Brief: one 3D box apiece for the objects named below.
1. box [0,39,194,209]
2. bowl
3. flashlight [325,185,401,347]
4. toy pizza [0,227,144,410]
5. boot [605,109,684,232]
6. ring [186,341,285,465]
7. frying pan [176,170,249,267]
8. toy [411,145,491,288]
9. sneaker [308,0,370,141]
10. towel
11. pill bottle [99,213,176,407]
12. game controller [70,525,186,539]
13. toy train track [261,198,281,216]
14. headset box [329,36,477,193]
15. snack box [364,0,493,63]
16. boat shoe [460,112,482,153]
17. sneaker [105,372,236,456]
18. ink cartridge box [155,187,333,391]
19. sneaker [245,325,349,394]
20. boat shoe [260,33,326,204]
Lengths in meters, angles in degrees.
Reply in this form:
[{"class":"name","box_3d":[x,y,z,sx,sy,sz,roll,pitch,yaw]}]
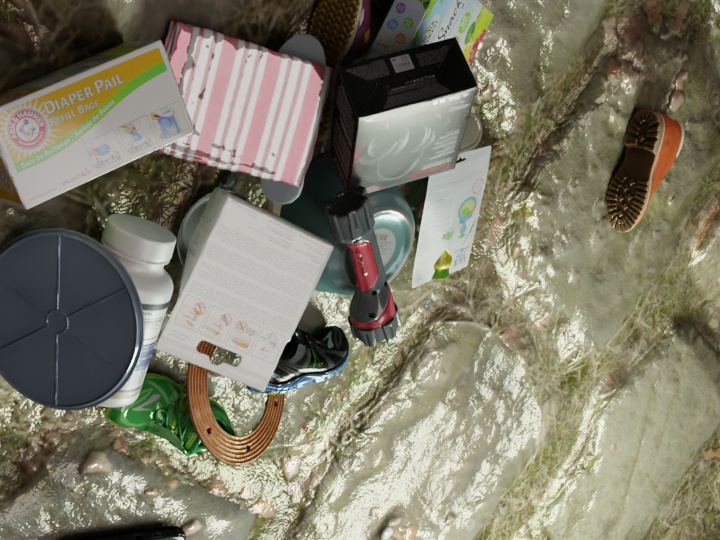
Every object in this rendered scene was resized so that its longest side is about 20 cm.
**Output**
[{"class":"box","box_3d":[-0.291,-0.153,1.197,0.198,0.112,0.103,-29,112,-24]},{"class":"bowl","box_3d":[-0.006,-0.048,1.521,0.199,0.105,0.203,-19,124,-31]},{"class":"flashlight","box_3d":[0.000,0.000,1.434,0.067,0.068,0.202,-15,128,2]},{"class":"toy pizza","box_3d":[-0.325,0.053,1.272,0.032,0.198,0.203,-39,150,-73]},{"class":"boot","box_3d":[0.469,-0.157,1.893,0.106,0.075,0.203,0,113,-46]},{"class":"ring","box_3d":[-0.162,0.148,1.500,0.200,0.019,0.204,15,72,-56]},{"class":"frying pan","box_3d":[-0.178,-0.080,1.405,0.114,0.031,0.193,-20,123,-35]},{"class":"toy","box_3d":[0.117,-0.082,1.648,0.114,0.047,0.202,-20,128,-36]},{"class":"sneaker","box_3d":[-0.015,-0.258,1.426,0.089,0.075,0.202,-12,127,-45]},{"class":"towel","box_3d":[-0.140,-0.189,1.329,0.197,0.030,0.148,13,105,-19]},{"class":"pill bottle","box_3d":[-0.279,0.044,1.334,0.110,0.111,0.202,8,108,-43]},{"class":"game controller","box_3d":[-0.326,0.395,1.553,0.198,0.042,0.105,3,126,-41]},{"class":"toy train track","box_3d":[-0.131,-0.003,1.475,0.115,0.032,0.203,-36,142,-59]},{"class":"headset box","box_3d":[0.045,-0.172,1.384,0.147,0.078,0.201,-16,155,-13]},{"class":"snack box","box_3d":[0.089,-0.290,1.454,0.144,0.053,0.200,-64,158,7]},{"class":"boat shoe","box_3d":[0.064,-0.168,1.524,0.198,0.063,0.074,-16,107,-26]},{"class":"sneaker","box_3d":[-0.231,0.186,1.475,0.199,0.083,0.075,21,100,-44]},{"class":"ink cartridge box","box_3d":[-0.144,0.025,1.404,0.160,0.050,0.202,25,93,-29]},{"class":"sneaker","box_3d":[-0.079,0.105,1.547,0.199,0.070,0.084,-18,112,-53]},{"class":"boat shoe","box_3d":[-0.081,-0.182,1.393,0.072,0.068,0.202,4,104,-4]}]
